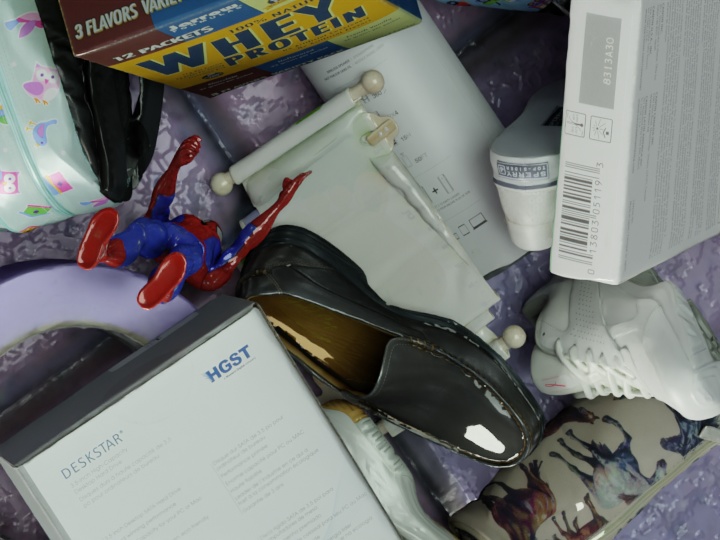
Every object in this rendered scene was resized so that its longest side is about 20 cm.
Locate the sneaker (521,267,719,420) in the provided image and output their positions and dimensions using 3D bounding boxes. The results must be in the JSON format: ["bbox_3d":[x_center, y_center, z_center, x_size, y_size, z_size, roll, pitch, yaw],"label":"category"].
[{"bbox_3d":[0.150,0.049,1.462,0.099,0.200,0.078,-35,112,1],"label":"sneaker"}]

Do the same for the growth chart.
[{"bbox_3d":[0.000,0.000,1.462,0.144,0.018,0.200,-26,104,22],"label":"growth chart"}]

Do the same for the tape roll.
[{"bbox_3d":[-0.165,0.094,1.412,0.199,0.085,0.201,-1,92,-17],"label":"tape roll"}]

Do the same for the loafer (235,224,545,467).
[{"bbox_3d":[0.013,0.056,1.434,0.200,0.072,0.073,31,117,-2],"label":"loafer"}]

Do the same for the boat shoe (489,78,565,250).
[{"bbox_3d":[0.129,-0.064,1.465,0.071,0.200,0.070,2,111,22],"label":"boat shoe"}]

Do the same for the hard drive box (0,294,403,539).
[{"bbox_3d":[-0.075,0.138,1.358,0.156,0.077,0.200,-33,102,-13],"label":"hard drive box"}]

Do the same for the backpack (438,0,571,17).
[{"bbox_3d":[0.108,-0.235,1.441,0.200,0.134,0.183,-2,93,-34],"label":"backpack"}]

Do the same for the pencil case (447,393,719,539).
[{"bbox_3d":[0.142,0.121,1.499,0.200,0.089,0.078,-41,135,-20],"label":"pencil case"}]

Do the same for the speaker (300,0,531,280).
[{"bbox_3d":[0.030,-0.091,1.470,0.081,0.081,0.200,-38,102,-13],"label":"speaker"}]

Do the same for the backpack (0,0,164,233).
[{"bbox_3d":[-0.185,-0.123,1.367,0.126,0.167,0.201,-12,98,17],"label":"backpack"}]

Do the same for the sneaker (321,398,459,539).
[{"bbox_3d":[0.017,0.174,1.465,0.088,0.076,0.200,-38,86,-8],"label":"sneaker"}]

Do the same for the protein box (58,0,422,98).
[{"bbox_3d":[-0.080,-0.213,1.327,0.135,0.200,0.199,-18,83,15],"label":"protein box"}]

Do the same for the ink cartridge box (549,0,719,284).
[{"bbox_3d":[0.177,-0.092,1.421,0.200,0.050,0.161,-24,122,-55],"label":"ink cartridge box"}]

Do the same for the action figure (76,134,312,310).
[{"bbox_3d":[-0.087,-0.033,1.370,0.065,0.200,0.099,35,94,4],"label":"action figure"}]
